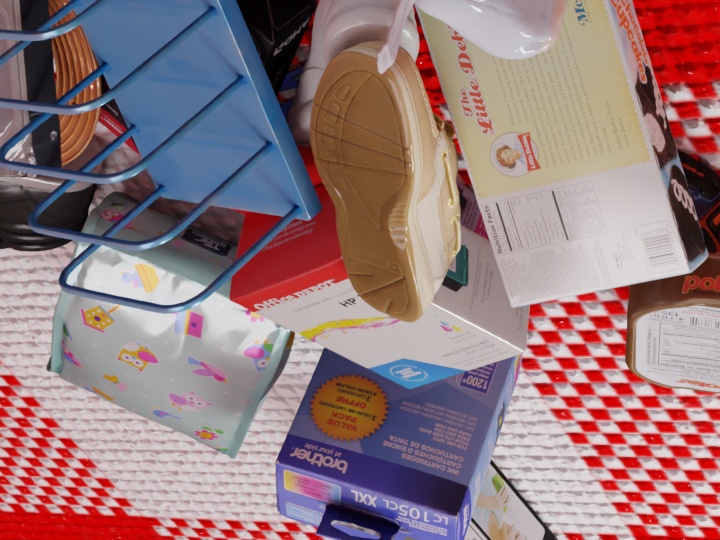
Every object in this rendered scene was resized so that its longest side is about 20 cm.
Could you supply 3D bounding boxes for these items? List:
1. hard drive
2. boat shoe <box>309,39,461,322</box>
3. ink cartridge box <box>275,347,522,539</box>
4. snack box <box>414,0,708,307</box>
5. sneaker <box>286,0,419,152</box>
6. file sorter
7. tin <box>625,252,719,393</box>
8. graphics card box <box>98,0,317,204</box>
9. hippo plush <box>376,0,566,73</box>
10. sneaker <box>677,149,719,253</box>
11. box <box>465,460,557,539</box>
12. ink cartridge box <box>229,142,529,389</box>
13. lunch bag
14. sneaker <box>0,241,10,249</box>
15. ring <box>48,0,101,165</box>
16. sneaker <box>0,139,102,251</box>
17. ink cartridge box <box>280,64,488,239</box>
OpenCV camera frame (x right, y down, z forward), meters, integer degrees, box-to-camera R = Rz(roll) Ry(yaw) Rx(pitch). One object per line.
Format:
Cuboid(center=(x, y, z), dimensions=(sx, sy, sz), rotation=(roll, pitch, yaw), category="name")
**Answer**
Cuboid(center=(-0.257, -0.158, 1.337), dimensions=(0.139, 0.038, 0.201), rotation=(3, 103, 24), category="hard drive")
Cuboid(center=(0.021, -0.061, 1.255), dimensions=(0.074, 0.069, 0.200), rotation=(24, 143, 25), category="boat shoe")
Cuboid(center=(0.025, 0.117, 1.524), dimensions=(0.136, 0.201, 0.076), rotation=(15, 147, 11), category="ink cartridge box")
Cuboid(center=(0.111, -0.086, 1.230), dimensions=(0.116, 0.037, 0.201), rotation=(-11, 103, 30), category="snack box")
Cuboid(center=(-0.002, -0.133, 1.290), dimensions=(0.075, 0.089, 0.200), rotation=(1, 156, -11), category="sneaker")
Cuboid(center=(-0.140, -0.090, 1.273), dimensions=(0.138, 0.123, 0.201), rotation=(10, 134, 43), category="file sorter")
Cuboid(center=(0.223, 0.038, 1.392), dimensions=(0.111, 0.042, 0.200), rotation=(11, 163, 11), category="tin")
Cuboid(center=(-0.108, -0.136, 1.350), dimensions=(0.125, 0.051, 0.200), rotation=(40, 147, 6), category="graphics card box")
Cuboid(center=(0.014, -0.175, 1.138), dimensions=(0.160, 0.200, 0.159), rotation=(3, 141, 50), category="hippo plush")
Cuboid(center=(0.130, -0.059, 1.329), dimensions=(0.200, 0.076, 0.078), rotation=(35, 149, -16), category="sneaker")
Cuboid(center=(0.060, 0.189, 1.738), dimensions=(0.116, 0.060, 0.200), rotation=(-7, 137, 37), category="box")
Cuboid(center=(0.000, 0.000, 1.390), dimensions=(0.200, 0.068, 0.116), rotation=(27, 149, -33), category="ink cartridge box")
Cuboid(center=(-0.130, 0.030, 1.567), dimensions=(0.170, 0.122, 0.200), rotation=(24, 153, -1), category="lunch bag")
Cuboid(center=(-0.353, -0.019, 1.632), dimensions=(0.199, 0.114, 0.076), rotation=(11, 146, 17), category="sneaker")
Cuboid(center=(-0.241, -0.156, 1.406), dimensions=(0.200, 0.019, 0.201), rotation=(24, 136, 25), category="ring")
Cuboid(center=(-0.281, -0.067, 1.559), dimensions=(0.199, 0.071, 0.099), rotation=(15, 142, 4), category="sneaker")
Cuboid(center=(0.000, -0.051, 1.448), dimensions=(0.200, 0.042, 0.119), rotation=(42, 142, -25), category="ink cartridge box")
